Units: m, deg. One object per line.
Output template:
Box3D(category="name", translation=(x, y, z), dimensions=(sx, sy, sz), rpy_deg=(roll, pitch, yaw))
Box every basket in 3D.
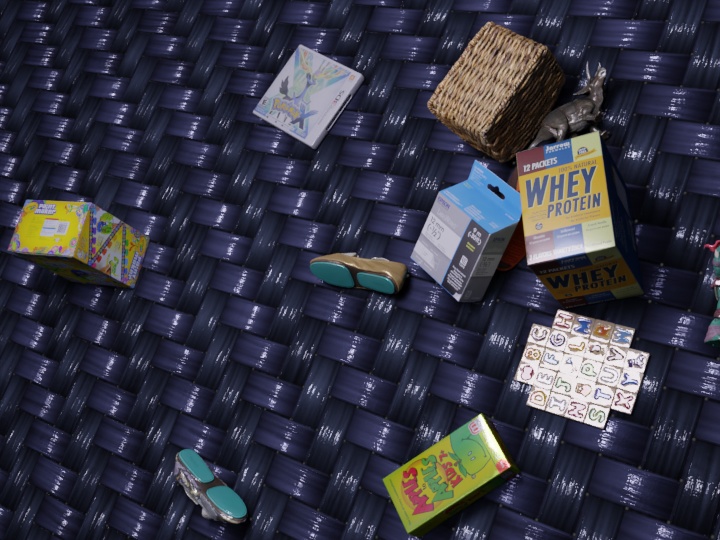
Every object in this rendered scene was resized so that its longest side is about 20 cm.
Box3D(category="basket", translation=(0.248, -0.314, 1.686), dimensions=(0.149, 0.143, 0.201), rpy_deg=(35, 91, 38))

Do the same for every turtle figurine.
Box3D(category="turtle figurine", translation=(0.566, 0.025, 1.387), dimensions=(0.149, 0.101, 0.201), rpy_deg=(18, 77, -8))

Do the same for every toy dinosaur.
Box3D(category="toy dinosaur", translation=(0.368, -0.259, 1.648), dimensions=(0.200, 0.077, 0.103), rpy_deg=(-40, 43, 14))

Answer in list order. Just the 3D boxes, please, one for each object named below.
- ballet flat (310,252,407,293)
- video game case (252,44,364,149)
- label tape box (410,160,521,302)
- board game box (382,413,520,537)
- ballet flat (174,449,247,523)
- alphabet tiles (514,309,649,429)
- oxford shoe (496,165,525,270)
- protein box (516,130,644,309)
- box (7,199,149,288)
Box3D(category="ballet flat", translation=(0.000, 0.000, 1.747), dimensions=(0.199, 0.069, 0.063), rpy_deg=(13, 48, 31))
Box3D(category="video game case", translation=(-0.111, -0.368, 1.986), dimensions=(0.200, 0.022, 0.183), rpy_deg=(33, 87, 36))
Box3D(category="label tape box", translation=(0.181, -0.068, 1.606), dimensions=(0.143, 0.066, 0.201), rpy_deg=(45, 125, 40))
Box3D(category="board game box", translation=(0.144, 0.330, 1.517), dimensions=(0.199, 0.048, 0.102), rpy_deg=(-36, 56, 11))
Box3D(category="ballet flat", translation=(-0.275, 0.409, 1.718), dimensions=(0.200, 0.072, 0.072), rpy_deg=(38, 90, 36))
Box3D(category="alphabet tiles", translation=(0.350, 0.154, 1.504), dimensions=(0.199, 0.006, 0.167), rpy_deg=(14, 77, 34))
Box3D(category="oxford shoe", translation=(0.269, -0.096, 1.637), dimensions=(0.201, 0.071, 0.072), rpy_deg=(-68, 22, -3))
Box3D(category="protein box", translation=(0.347, -0.074, 1.487), dimensions=(0.134, 0.200, 0.200), rpy_deg=(-13, 63, 24))
Box3D(category="box", translation=(-0.599, -0.055, 2.020), dimensions=(0.199, 0.193, 0.123), rpy_deg=(5, 71, 30))
